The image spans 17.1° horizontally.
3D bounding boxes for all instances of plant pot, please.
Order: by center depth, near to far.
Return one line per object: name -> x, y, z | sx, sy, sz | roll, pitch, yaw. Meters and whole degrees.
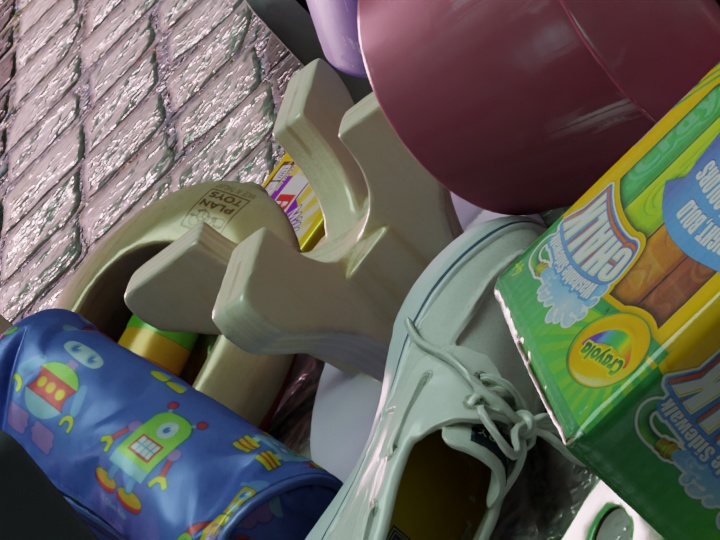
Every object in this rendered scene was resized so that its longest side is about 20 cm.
plant pot -> 0.101, -0.112, 0.910 | 0.178, 0.200, 0.201 | -28, 29, 44

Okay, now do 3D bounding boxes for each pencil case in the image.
pencil case -> -0.090, 0.085, 1.004 | 0.087, 0.078, 0.199 | -39, 42, -24

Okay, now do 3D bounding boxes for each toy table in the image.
toy table -> 0.000, 0.000, 1.024 | 0.184, 0.117, 0.200 | -40, 22, 19

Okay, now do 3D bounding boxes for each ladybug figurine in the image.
ladybug figurine -> -0.090, 0.049, 1.137 | 0.135, 0.072, 0.201 | 19, 70, 35

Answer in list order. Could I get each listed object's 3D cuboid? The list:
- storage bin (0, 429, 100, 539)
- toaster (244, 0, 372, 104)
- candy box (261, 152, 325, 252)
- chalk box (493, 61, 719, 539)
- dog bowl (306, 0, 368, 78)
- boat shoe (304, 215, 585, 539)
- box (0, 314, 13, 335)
storage bin -> -0.148, 0.162, 0.941 | 0.134, 0.200, 0.145 | -48, 19, -27
toaster -> 0.029, -0.201, 1.305 | 0.181, 0.119, 0.200 | -41, 22, 15
candy box -> -0.066, 0.022, 1.234 | 0.201, 0.026, 0.102 | -54, 26, -15
chalk box -> 0.126, 0.026, 0.727 | 0.200, 0.124, 0.125 | -44, 21, 8
dog bowl -> 0.067, -0.161, 1.105 | 0.198, 0.079, 0.200 | -14, 20, 5
boat shoe -> 0.040, 0.065, 0.894 | 0.086, 0.074, 0.203 | -9, 46, 58
box -> -0.246, 0.126, 1.325 | 0.200, 0.078, 0.095 | -41, 23, 16
